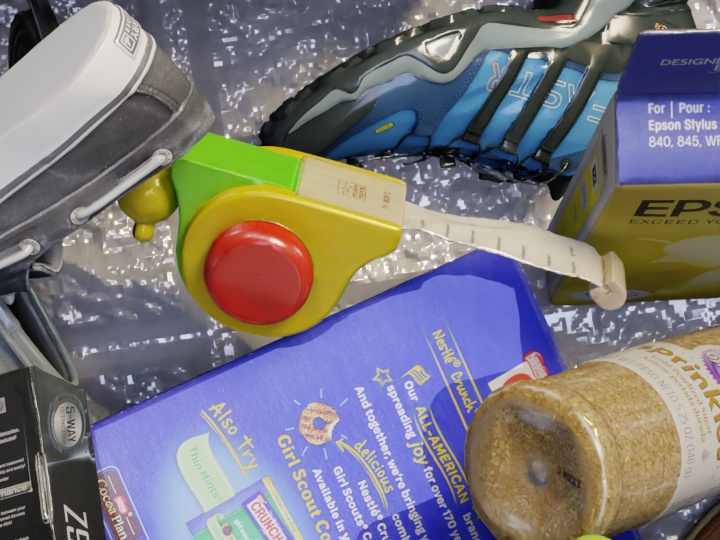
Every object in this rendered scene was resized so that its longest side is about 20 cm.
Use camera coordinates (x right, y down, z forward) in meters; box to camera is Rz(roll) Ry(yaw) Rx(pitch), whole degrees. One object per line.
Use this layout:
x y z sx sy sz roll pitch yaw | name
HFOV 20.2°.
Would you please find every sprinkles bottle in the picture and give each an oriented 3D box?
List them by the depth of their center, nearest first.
0.125 0.060 0.796 0.199 0.068 0.069 -12 91 -48 | sprinkles bottle

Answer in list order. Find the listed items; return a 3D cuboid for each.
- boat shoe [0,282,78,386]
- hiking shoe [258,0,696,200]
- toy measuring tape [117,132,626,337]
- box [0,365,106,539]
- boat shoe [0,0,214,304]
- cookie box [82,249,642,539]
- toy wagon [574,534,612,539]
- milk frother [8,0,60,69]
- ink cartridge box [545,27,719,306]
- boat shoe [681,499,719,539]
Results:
-0.173 -0.029 0.822 0.071 0.070 0.202 -22 98 8 | boat shoe
0.058 -0.066 0.841 0.199 0.074 0.087 -20 93 -9 | hiking shoe
0.000 0.000 0.786 0.199 0.074 0.074 15 88 -3 | toy measuring tape
-0.192 0.141 0.775 0.199 0.044 0.161 -18 69 16 | box
-0.140 -0.018 0.752 0.200 0.072 0.068 -36 120 19 | boat shoe
0.002 0.105 0.836 0.199 0.075 0.172 -24 90 -5 | cookie box
0.094 0.148 0.759 0.199 0.155 0.040 4 52 -33 | toy wagon
-0.053 -0.125 0.820 0.187 0.181 0.201 3 132 -5 | milk frother
0.185 -0.036 0.794 0.196 0.200 0.047 -1 74 -5 | ink cartridge box
0.143 0.185 0.853 0.072 0.068 0.201 29 87 -4 | boat shoe
